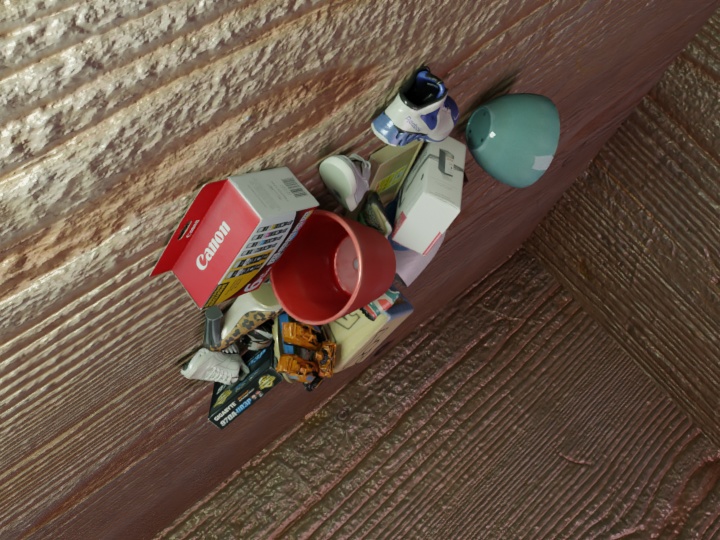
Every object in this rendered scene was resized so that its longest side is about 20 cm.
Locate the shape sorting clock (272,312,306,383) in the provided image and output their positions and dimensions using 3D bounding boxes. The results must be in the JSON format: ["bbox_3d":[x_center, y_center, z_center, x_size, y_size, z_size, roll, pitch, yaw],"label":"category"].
[{"bbox_3d":[-0.155,0.142,1.489,0.039,0.202,0.200,-6,168,6],"label":"shape sorting clock"}]

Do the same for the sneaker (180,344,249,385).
[{"bbox_3d":[-0.300,0.204,1.449,0.075,0.081,0.200,-43,165,16],"label":"sneaker"}]

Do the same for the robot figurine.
[{"bbox_3d":[-0.107,0.176,1.433,0.200,0.058,0.146,32,61,-62],"label":"robot figurine"}]

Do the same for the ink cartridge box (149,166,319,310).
[{"bbox_3d":[-0.184,-0.043,0.996,0.175,0.084,0.200,-23,157,-53],"label":"ink cartridge box"}]

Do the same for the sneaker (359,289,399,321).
[{"bbox_3d":[0.000,0.000,1.392,0.093,0.200,0.070,-35,168,-8],"label":"sneaker"}]

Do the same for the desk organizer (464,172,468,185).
[{"bbox_3d":[0.193,-0.176,1.677,0.077,0.072,0.200,-32,163,-44],"label":"desk organizer"}]

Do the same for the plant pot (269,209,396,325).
[{"bbox_3d":[-0.037,-0.008,1.247,0.201,0.201,0.177,-48,160,24],"label":"plant pot"}]

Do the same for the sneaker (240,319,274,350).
[{"bbox_3d":[-0.224,0.139,1.476,0.080,0.074,0.200,-39,166,-2],"label":"sneaker"}]

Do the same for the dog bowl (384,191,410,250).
[{"bbox_3d":[0.111,-0.127,1.478,0.200,0.111,0.050,-51,149,-35],"label":"dog bowl"}]

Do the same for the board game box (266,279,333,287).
[{"bbox_3d":[-0.098,0.039,1.451,0.103,0.105,0.200,-42,166,6],"label":"board game box"}]

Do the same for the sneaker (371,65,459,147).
[{"bbox_3d":[0.116,-0.273,1.131,0.199,0.081,0.115,-25,161,-46],"label":"sneaker"}]

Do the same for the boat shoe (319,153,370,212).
[{"bbox_3d":[-0.019,-0.161,1.154,0.072,0.070,0.201,-51,172,-7],"label":"boat shoe"}]

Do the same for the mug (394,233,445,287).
[{"bbox_3d":[0.106,-0.078,1.631,0.176,0.148,0.200,-48,-163,-5],"label":"mug"}]

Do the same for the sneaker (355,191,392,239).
[{"bbox_3d":[0.009,-0.081,1.358,0.088,0.077,0.200,-21,157,-10],"label":"sneaker"}]

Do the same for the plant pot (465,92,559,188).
[{"bbox_3d":[0.303,-0.287,1.454,0.134,0.201,0.200,8,140,-26],"label":"plant pot"}]

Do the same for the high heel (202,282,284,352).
[{"bbox_3d":[-0.213,0.094,1.345,0.199,0.072,0.143,-17,150,-24],"label":"high heel"}]

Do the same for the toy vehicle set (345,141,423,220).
[{"bbox_3d":[0.045,-0.178,1.342,0.124,0.027,0.200,-34,164,-31],"label":"toy vehicle set"}]

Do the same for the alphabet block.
[{"bbox_3d":[-0.024,0.097,1.646,0.200,0.197,0.195,-46,165,17],"label":"alphabet block"}]

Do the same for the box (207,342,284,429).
[{"bbox_3d":[-0.257,0.247,1.569,0.200,0.046,0.159,-40,-157,14],"label":"box"}]

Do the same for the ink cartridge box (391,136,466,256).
[{"bbox_3d":[0.136,-0.155,1.355,0.146,0.084,0.201,-55,-166,45],"label":"ink cartridge box"}]
